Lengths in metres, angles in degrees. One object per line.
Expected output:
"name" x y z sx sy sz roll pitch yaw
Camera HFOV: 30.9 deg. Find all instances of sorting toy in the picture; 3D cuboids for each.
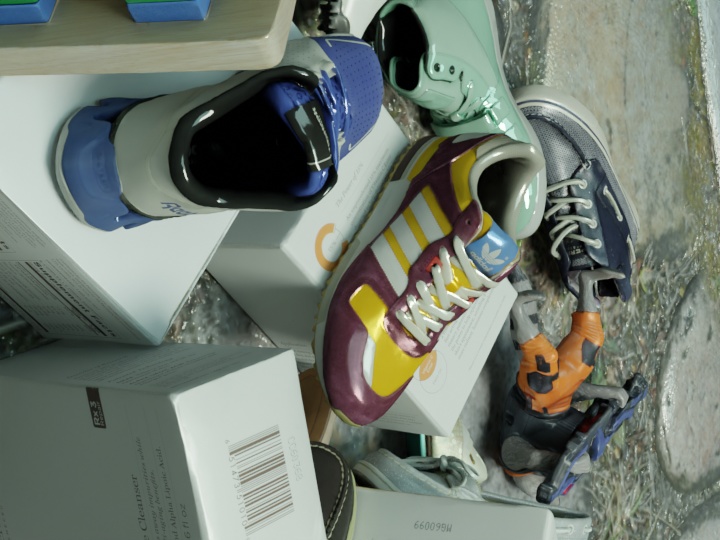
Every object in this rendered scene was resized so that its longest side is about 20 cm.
"sorting toy" -0.123 -0.191 0.617 0.070 0.197 0.201 70 24 -54

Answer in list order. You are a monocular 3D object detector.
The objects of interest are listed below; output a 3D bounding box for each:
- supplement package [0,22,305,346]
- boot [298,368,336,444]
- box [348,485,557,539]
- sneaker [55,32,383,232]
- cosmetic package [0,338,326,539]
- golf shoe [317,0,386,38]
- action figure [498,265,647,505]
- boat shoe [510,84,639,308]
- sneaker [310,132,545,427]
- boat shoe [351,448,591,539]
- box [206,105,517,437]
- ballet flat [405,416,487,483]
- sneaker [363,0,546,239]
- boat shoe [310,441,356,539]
"supplement package" -0.139 -0.087 0.705 0.156 0.110 0.201 49 57 -35
"boot" -0.050 0.184 0.844 0.201 0.070 0.147 -52 132 -31
"box" 0.050 0.235 0.823 0.201 0.150 0.107 73 27 -50
"sneaker" -0.039 -0.066 0.648 0.198 0.114 0.082 -26 112 -44
"cosmetic package" -0.116 0.098 0.668 0.081 0.199 0.114 -18 101 -45
"golf shoe" 0.034 -0.224 0.877 0.093 0.078 0.202 21 65 1
"action figure" 0.160 0.092 1.045 0.199 0.104 0.196 -22 122 -56
"boat shoe" 0.173 -0.054 1.049 0.200 0.074 0.094 46 40 -37
"sneaker" 0.042 0.000 0.772 0.075 0.089 0.202 41 62 -39
"boat shoe" 0.079 0.162 0.889 0.201 0.074 0.065 31 82 -27
"box" 0.000 0.000 0.863 0.200 0.097 0.125 51 57 -35
"ballet flat" 0.065 0.167 0.954 0.062 0.067 0.203 -3 102 -11
"sneaker" 0.065 -0.108 0.945 0.118 0.073 0.203 -25 99 -50
"boat shoe" -0.055 0.165 0.714 0.065 0.072 0.201 97 18 -45
